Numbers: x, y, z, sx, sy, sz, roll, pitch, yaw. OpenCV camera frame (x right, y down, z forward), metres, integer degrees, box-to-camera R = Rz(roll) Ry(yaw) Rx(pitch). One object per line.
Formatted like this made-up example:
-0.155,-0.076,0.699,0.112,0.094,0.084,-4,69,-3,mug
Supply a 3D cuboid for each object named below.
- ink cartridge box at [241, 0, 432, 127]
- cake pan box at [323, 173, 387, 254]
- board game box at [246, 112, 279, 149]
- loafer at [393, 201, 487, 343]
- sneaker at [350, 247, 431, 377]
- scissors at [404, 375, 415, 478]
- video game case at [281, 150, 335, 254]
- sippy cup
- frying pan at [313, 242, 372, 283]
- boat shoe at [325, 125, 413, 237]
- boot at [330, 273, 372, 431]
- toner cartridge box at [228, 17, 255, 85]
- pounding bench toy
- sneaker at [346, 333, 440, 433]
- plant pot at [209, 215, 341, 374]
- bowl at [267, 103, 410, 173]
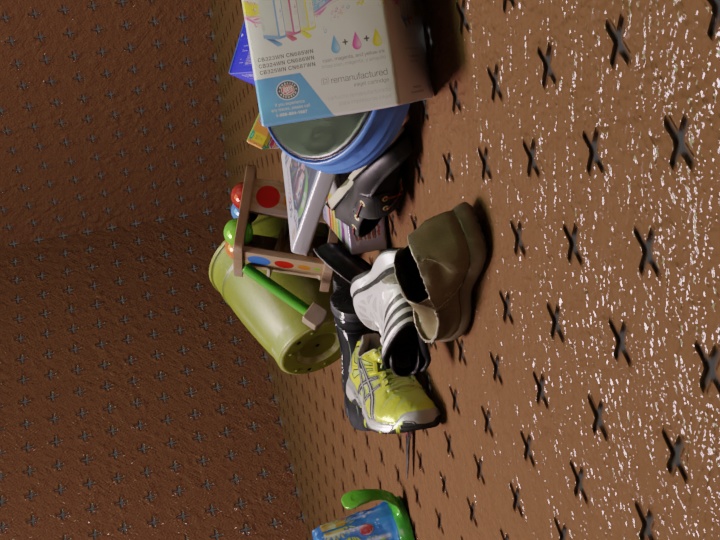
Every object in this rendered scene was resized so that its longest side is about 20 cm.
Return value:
-0.025,-0.236,1.013,0.125,0.128,0.200,-35,-63,-70,ink cartridge box
-0.017,-0.138,1.433,0.184,0.052,0.200,-130,32,-67,cake pan box
-0.073,-0.239,1.391,0.096,0.030,0.200,-35,-31,-79,board game box
0.063,0.005,1.047,0.200,0.067,0.076,96,162,-59,loafer
0.029,0.059,1.221,0.201,0.075,0.116,115,159,-70,sneaker
0.058,0.184,1.441,0.200,0.014,0.073,92,162,-56,scissors
-0.052,-0.151,1.334,0.182,0.023,0.200,-100,24,-46,video game case
0.004,0.390,1.616,0.140,0.130,0.178,131,129,-77,sippy cup
0.011,0.010,1.440,0.115,0.031,0.190,40,-172,28,frying pan
0.020,-0.093,1.233,0.063,0.074,0.201,45,157,2,boat shoe
-0.003,0.120,1.548,0.165,0.065,0.200,-88,-3,-73,boot
-0.067,-0.256,1.287,0.200,0.043,0.095,10,82,54,toner cartridge box
-0.113,-0.024,1.622,0.124,0.156,0.200,106,172,-70,pounding bench toy
0.029,0.129,1.329,0.200,0.075,0.077,-151,58,-64,sneaker
-0.099,0.045,1.767,0.201,0.200,0.193,94,151,-55,plant pot
-0.031,-0.197,1.157,0.200,0.039,0.201,1,92,46,bowl
